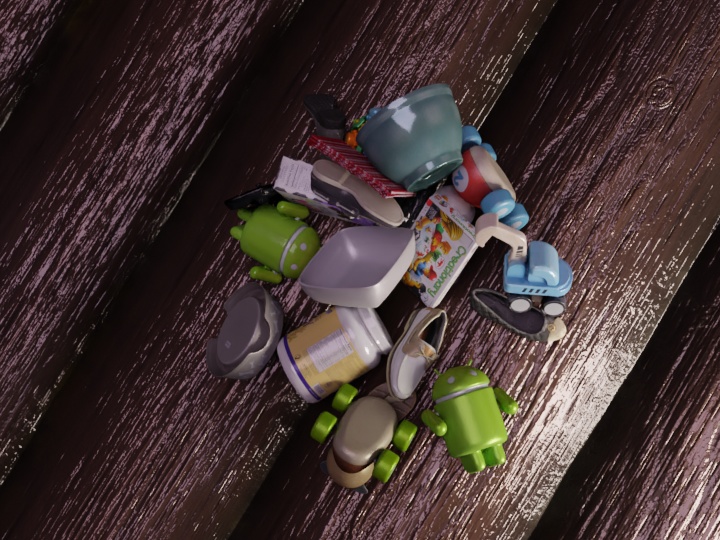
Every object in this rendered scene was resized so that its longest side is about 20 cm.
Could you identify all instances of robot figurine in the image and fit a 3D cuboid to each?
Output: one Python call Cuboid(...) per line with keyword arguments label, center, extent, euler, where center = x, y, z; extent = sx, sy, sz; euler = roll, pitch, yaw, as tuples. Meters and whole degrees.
Cuboid(label="robot figurine", center=(0.203, 0.272, 1.532), extent=(0.173, 0.116, 0.202), euler=(-13, 75, -14))
Cuboid(label="robot figurine", center=(-0.166, -0.060, 1.679), extent=(0.198, 0.116, 0.177), euler=(29, 104, 14))

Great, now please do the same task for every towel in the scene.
Cuboid(label="towel", center=(0.003, -0.194, 1.538), extent=(0.199, 0.144, 0.023), euler=(37, 108, 16))

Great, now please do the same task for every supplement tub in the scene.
Cuboid(label="supplement tub", center=(-0.048, 0.152, 1.601), extent=(0.199, 0.145, 0.146), euler=(-31, 75, 5))

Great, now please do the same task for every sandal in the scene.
Cuboid(label="sandal", center=(0.028, 0.286, 1.612), extent=(0.080, 0.054, 0.200), euler=(46, 106, 5))

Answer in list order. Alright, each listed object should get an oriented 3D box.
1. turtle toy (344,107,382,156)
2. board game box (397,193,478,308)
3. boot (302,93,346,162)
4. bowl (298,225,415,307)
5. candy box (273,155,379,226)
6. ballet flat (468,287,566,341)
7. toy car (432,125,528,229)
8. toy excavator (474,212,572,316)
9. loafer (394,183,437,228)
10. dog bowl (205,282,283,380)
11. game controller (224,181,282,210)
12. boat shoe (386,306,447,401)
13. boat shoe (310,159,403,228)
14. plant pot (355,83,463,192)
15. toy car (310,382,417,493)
Cuboid(label="turtle toy", center=(0.048, -0.251, 1.666), extent=(0.146, 0.101, 0.200), euler=(-46, 66, 1))
Cuboid(label="board game box", center=(0.143, -0.035, 1.588), extent=(0.126, 0.034, 0.201), euler=(44, 133, 16))
Cuboid(label="boot", center=(-0.077, -0.286, 1.714), extent=(0.067, 0.201, 0.132), euler=(-7, 122, -14))
Cuboid(label="bowl", center=(0.000, 0.000, 1.578), extent=(0.198, 0.075, 0.200), euler=(4, 39, 34))
Cuboid(label="candy box", center=(-0.055, -0.153, 1.644), extent=(0.198, 0.168, 0.072), euler=(16, 86, 14))
Cuboid(label="ballet flat", center=(0.301, 0.088, 1.583), extent=(0.198, 0.057, 0.067), euler=(21, 86, 15))
Cuboid(label="toy car", center=(0.193, -0.139, 1.599), extent=(0.199, 0.176, 0.186), euler=(-32, 64, 18))
Cuboid(label="toy excavator", center=(0.302, -0.022, 1.511), extent=(0.192, 0.201, 0.101), euler=(5, 49, 5))
Cuboid(label="loafer", center=(0.126, -0.167, 1.668), extent=(0.070, 0.068, 0.201), euler=(38, 84, -15))
Cuboid(label="dog bowl", center=(-0.230, 0.127, 1.640), extent=(0.199, 0.058, 0.202), euler=(-34, 41, 35))
Cuboid(label="game controller", center=(-0.210, -0.156, 1.668), extent=(0.103, 0.200, 0.043), euler=(-10, 97, 8))
Cuboid(label="boat shoe", center=(0.109, 0.154, 1.564), extent=(0.068, 0.075, 0.202), euler=(-16, 44, 47))
Cuboid(label="boat shoe", center=(-0.009, -0.132, 1.526), extent=(0.199, 0.063, 0.073), euler=(33, 43, 9))
Cuboid(label="plant pot", center=(0.108, -0.229, 1.500), extent=(0.199, 0.200, 0.135), euler=(-29, 81, 6))
Cuboid(label="toy car", center=(-0.009, 0.349, 1.556), extent=(0.163, 0.201, 0.158), euler=(29, 44, 12))
